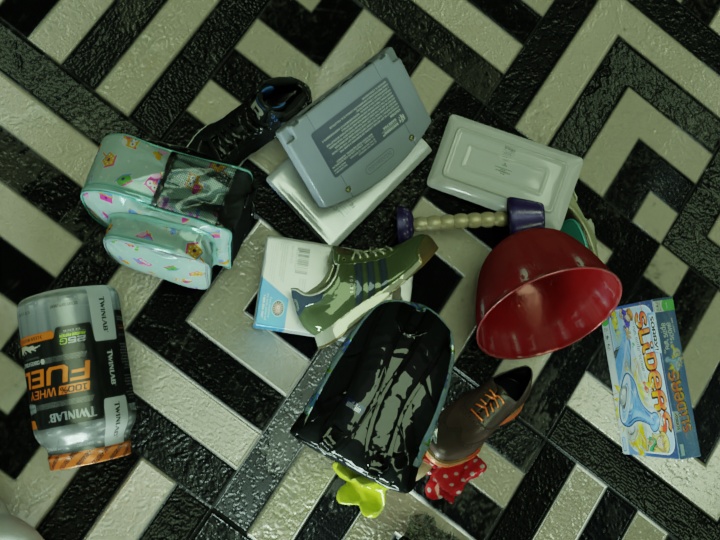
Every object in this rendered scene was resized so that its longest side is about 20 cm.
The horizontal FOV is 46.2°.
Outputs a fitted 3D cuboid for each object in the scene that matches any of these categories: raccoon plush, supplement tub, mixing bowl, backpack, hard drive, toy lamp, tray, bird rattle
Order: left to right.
[{"bbox_3d":[-0.336,0.127,1.009,0.120,0.123,0.205,-10,84,-11],"label":"supplement tub"},{"bbox_3d":[-0.241,-0.074,1.029,0.197,0.176,0.156,25,74,-2],"label":"backpack"},{"bbox_3d":[-0.014,-0.144,1.155,0.132,0.025,0.200,46,77,-2],"label":"hard drive"},{"bbox_3d":[0.032,0.133,1.004,0.160,0.154,0.204,22,91,10],"label":"backpack"},{"bbox_3d":[0.056,0.223,1.083,0.196,0.113,0.166,-12,68,-15],"label":"bird rattle"},{"bbox_3d":[0.105,0.377,1.024,0.131,0.200,0.099,18,96,13],"label":"raccoon plush"},{"bbox_3d":[0.148,-0.067,1.134,0.195,0.058,0.060,-1,82,8],"label":"toy lamp"},{"bbox_3d":[0.198,-0.137,1.160,0.196,0.022,0.109,20,87,10],"label":"tray"},{"bbox_3d":[0.230,0.017,1.110,0.195,0.202,0.110,-9,55,-11],"label":"mixing bowl"}]

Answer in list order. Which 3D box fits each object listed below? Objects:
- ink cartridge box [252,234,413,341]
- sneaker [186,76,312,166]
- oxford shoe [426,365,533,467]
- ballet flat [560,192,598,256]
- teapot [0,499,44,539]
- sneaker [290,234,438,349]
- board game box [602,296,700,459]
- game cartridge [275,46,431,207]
[{"bbox_3d":[-0.036,0.031,1.105,0.195,0.067,0.119,10,80,-9],"label":"ink cartridge box"},{"bbox_3d":[-0.152,-0.191,1.092,0.198,0.112,0.074,-36,88,-13],"label":"sneaker"},{"bbox_3d":[0.151,0.178,1.077,0.071,0.073,0.199,42,46,19],"label":"oxford shoe"},{"bbox_3d":[0.292,-0.077,1.187,0.068,0.069,0.203,-25,86,-13],"label":"ballet flat"},{"bbox_3d":[-0.449,0.361,0.949,0.199,0.144,0.201,-40,121,-36],"label":"teapot"},{"bbox_3d":[0.000,0.000,1.046,0.199,0.067,0.090,-40,95,-11],"label":"sneaker"},{"bbox_3d":[0.385,0.145,1.131,0.034,0.135,0.205,-6,82,-15],"label":"board game box"},{"bbox_3d":[-0.003,-0.181,1.105,0.199,0.041,0.135,-39,118,-18],"label":"game cartridge"}]
